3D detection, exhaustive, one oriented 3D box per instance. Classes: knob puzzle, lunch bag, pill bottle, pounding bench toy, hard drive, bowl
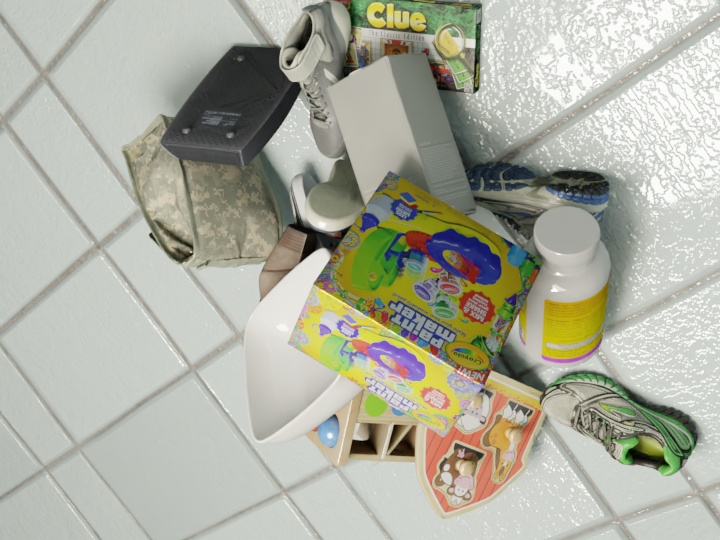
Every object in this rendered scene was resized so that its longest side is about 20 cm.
[{"bbox_3d":[0.151,0.230,1.325,0.030,0.219,0.221,26,132,56],"label":"knob puzzle"},{"bbox_3d":[-0.202,-0.091,1.371,0.117,0.164,0.201,-31,72,36],"label":"lunch bag"},{"bbox_3d":[0.238,0.019,1.211,0.104,0.104,0.200,18,145,21],"label":"pill bottle"},{"bbox_3d":[0.019,0.136,1.321,0.124,0.155,0.201,28,108,62],"label":"pounding bench toy"},{"bbox_3d":[-0.152,-0.208,1.305,0.134,0.200,0.042,8,140,25],"label":"hard drive"},{"bbox_3d":[-0.058,0.097,1.246,0.074,0.201,0.200,20,135,-34],"label":"bowl"}]

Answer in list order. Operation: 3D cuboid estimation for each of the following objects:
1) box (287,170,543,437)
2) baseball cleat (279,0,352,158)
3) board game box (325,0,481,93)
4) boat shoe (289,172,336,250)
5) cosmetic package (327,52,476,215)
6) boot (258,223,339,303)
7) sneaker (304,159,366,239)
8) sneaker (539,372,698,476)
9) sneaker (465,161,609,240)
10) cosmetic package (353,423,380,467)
[{"bbox_3d":[0.060,0.035,1.121,0.199,0.193,0.122,30,142,3],"label":"box"},{"bbox_3d":[-0.058,-0.227,1.266,0.070,0.106,0.201,18,120,37],"label":"baseball cleat"},{"bbox_3d":[0.050,-0.278,1.257,0.199,0.023,0.105,11,117,24],"label":"board game box"},{"bbox_3d":[-0.072,-0.036,1.418,0.068,0.074,0.200,-9,119,17],"label":"boat shoe"},{"bbox_3d":[0.048,-0.146,1.227,0.107,0.090,0.201,-16,88,42],"label":"cosmetic package"},{"bbox_3d":[-0.051,0.033,1.339,0.200,0.070,0.147,27,112,36],"label":"boot"},{"bbox_3d":[-0.029,-0.069,1.295,0.075,0.200,0.085,20,115,5],"label":"sneaker"},{"bbox_3d":[0.320,0.194,1.306,0.199,0.085,0.078,18,122,22],"label":"sneaker"},{"bbox_3d":[0.197,-0.074,1.247,0.199,0.077,0.086,11,123,25],"label":"sneaker"},{"bbox_3d":[0.003,0.160,1.449,0.101,0.071,0.201,-141,35,-65],"label":"cosmetic package"}]
